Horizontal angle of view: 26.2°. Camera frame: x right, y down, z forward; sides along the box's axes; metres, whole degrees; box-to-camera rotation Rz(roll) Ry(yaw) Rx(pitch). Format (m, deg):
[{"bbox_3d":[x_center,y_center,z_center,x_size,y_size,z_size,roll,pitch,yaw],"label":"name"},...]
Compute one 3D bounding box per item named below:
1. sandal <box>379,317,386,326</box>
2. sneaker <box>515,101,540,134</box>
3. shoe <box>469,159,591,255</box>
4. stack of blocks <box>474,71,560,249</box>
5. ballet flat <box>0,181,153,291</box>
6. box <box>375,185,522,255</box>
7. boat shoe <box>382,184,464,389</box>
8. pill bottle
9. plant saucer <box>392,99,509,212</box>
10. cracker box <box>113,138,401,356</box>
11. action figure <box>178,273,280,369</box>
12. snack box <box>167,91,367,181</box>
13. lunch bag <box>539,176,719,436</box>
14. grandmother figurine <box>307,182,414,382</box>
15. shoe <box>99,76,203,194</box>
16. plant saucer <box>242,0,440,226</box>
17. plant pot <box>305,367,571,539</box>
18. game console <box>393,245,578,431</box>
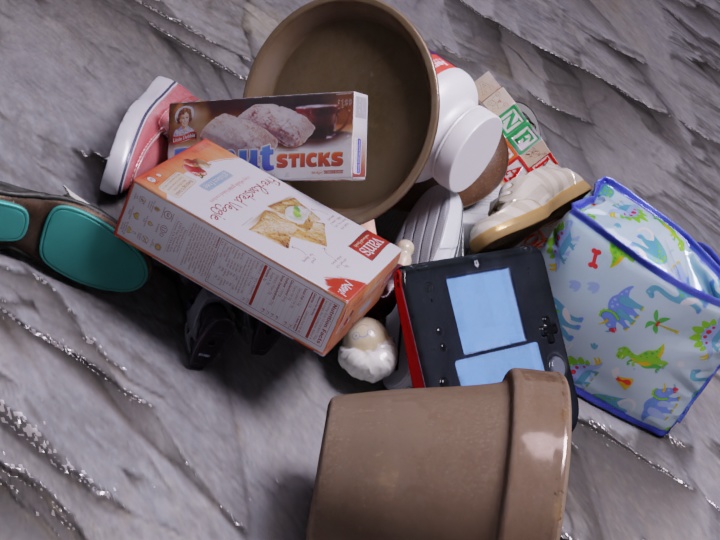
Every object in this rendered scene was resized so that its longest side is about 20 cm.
[{"bbox_3d":[0.001,0.000,1.421,0.200,0.058,0.080,24,32,-10],"label":"sandal"},{"bbox_3d":[0.177,-0.150,1.761,0.074,0.080,0.200,28,30,-1],"label":"sneaker"},{"bbox_3d":[0.149,-0.060,1.442,0.054,0.070,0.200,54,35,7],"label":"shoe"},{"bbox_3d":[0.146,-0.099,1.616,0.059,0.115,0.200,45,11,-52],"label":"stack of blocks"},{"bbox_3d":[-0.262,-0.043,1.258,0.199,0.068,0.069,21,24,-17],"label":"ballet flat"},{"bbox_3d":[0.056,-0.077,1.537,0.124,0.098,0.200,2,42,-37],"label":"box"},{"bbox_3d":[0.067,0.025,1.383,0.071,0.072,0.201,24,69,-33],"label":"boat shoe"},{"bbox_3d":[0.026,-0.154,1.385,0.199,0.113,0.112,35,31,22],"label":"pill bottle"},{"bbox_3d":[0.048,-0.136,1.478,0.199,0.037,0.201,6,46,-6],"label":"plant saucer"},{"bbox_3d":[-0.080,-0.023,1.252,0.199,0.058,0.134,30,26,8],"label":"cracker box"},{"bbox_3d":[-0.135,-0.007,1.314,0.129,0.070,0.200,2,37,-28],"label":"action figure"},{"bbox_3d":[-0.082,-0.112,1.327,0.199,0.072,0.024,1,-1,33],"label":"snack box"},{"bbox_3d":[0.256,0.039,1.472,0.200,0.171,0.127,37,34,12],"label":"lunch bag"},{"bbox_3d":[-0.011,0.005,1.345,0.061,0.121,0.201,41,31,-60],"label":"grandmother figurine"},{"bbox_3d":[-0.172,-0.115,1.425,0.090,0.072,0.200,22,27,-3],"label":"shoe"},{"bbox_3d":[-0.015,-0.134,1.319,0.200,0.200,0.029,47,21,25],"label":"plant saucer"},{"bbox_3d":[0.053,0.160,1.138,0.173,0.201,0.201,10,33,0],"label":"plant pot"},{"bbox_3d":[0.114,0.073,1.347,0.199,0.031,0.178,-9,89,-47],"label":"game console"}]
